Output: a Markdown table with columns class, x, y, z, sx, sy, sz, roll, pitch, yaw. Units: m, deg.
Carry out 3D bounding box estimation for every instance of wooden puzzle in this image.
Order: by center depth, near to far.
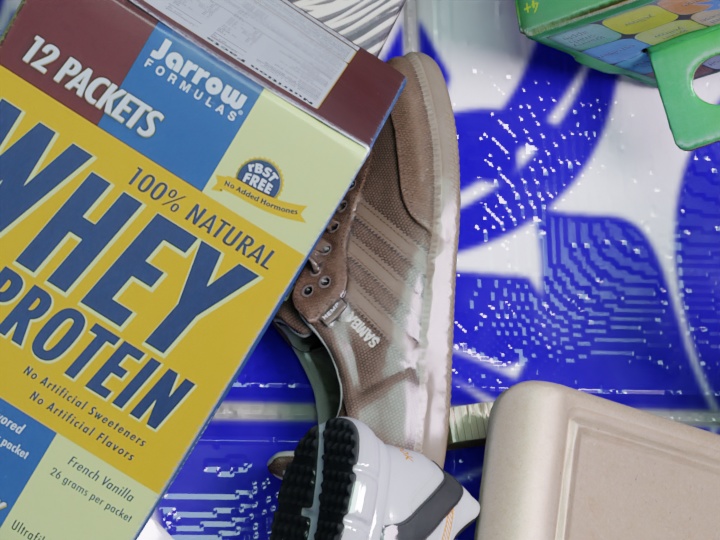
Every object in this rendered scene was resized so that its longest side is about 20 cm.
| class | x | y | z | sx | sy | sz | roll | pitch | yaw |
| --- | --- | --- | --- | --- | --- | --- | --- | --- | --- |
| wooden puzzle | 0.131 | 0.158 | 1.271 | 0.199 | 0.037 | 0.186 | 16 | 71 | -24 |

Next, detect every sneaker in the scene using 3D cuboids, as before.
| class | x | y | z | sx | sy | sz | roll | pitch | yaw |
| --- | --- | --- | --- | --- | --- | --- | --- | --- | --- |
| sneaker | -0.004 | 0.165 | 1.218 | 0.080 | 0.074 | 0.201 | 20 | 85 | -32 |
| sneaker | 0.000 | 0.000 | 1.287 | 0.075 | 0.070 | 0.201 | 4 | 73 | -10 |

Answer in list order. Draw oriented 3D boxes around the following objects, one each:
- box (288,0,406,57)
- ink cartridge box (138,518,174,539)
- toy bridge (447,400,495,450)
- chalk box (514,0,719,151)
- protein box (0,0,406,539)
| class | x | y | z | sx | sy | sz | roll | pitch | yaw |
| --- | --- | --- | --- | --- | --- | --- | --- | --- | --- |
| box | -0.018 | -0.128 | 1.321 | 0.082 | 0.068 | 0.201 | 26 | 71 | -3 |
| ink cartridge box | -0.108 | 0.184 | 1.224 | 0.199 | 0.050 | 0.161 | 33 | 71 | 1 |
| toy bridge | 0.082 | 0.153 | 1.283 | 0.067 | 0.027 | 0.201 | -7 | 76 | -15 |
| chalk box | 0.141 | -0.157 | 1.310 | 0.124 | 0.124 | 0.201 | 14 | 63 | -54 |
| protein box | -0.093 | -0.014 | 1.166 | 0.134 | 0.200 | 0.199 | 32 | 102 | -1 |
